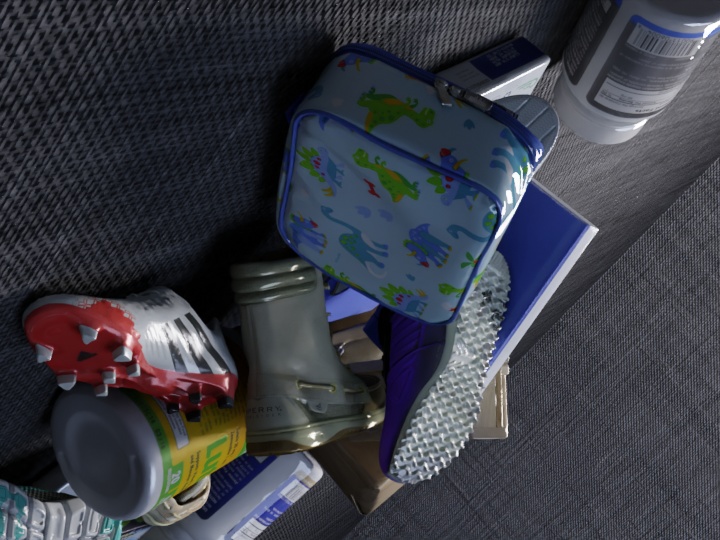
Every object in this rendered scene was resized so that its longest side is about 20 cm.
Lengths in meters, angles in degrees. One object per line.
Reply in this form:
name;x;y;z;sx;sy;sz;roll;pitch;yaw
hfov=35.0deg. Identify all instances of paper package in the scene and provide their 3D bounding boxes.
paper package;0.021;0.133;1.267;0.200;0.191;0.103;-37;168;-25

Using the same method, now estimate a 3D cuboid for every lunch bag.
lunch bag;0.023;-0.055;0.780;0.082;0.161;0.200;-61;174;-28

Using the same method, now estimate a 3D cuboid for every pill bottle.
pill bottle;0.250;-0.207;1.035;0.114;0.114;0.200;-36;165;-24
pill bottle;-0.153;0.253;1.299;0.200;0.120;0.120;-41;166;-4
pill bottle;-0.138;0.109;0.921;0.200;0.111;0.111;-26;159;-50

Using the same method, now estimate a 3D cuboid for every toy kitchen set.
toy kitchen set;0.110;0.082;1.107;0.180;0.163;0.200;4;170;-32

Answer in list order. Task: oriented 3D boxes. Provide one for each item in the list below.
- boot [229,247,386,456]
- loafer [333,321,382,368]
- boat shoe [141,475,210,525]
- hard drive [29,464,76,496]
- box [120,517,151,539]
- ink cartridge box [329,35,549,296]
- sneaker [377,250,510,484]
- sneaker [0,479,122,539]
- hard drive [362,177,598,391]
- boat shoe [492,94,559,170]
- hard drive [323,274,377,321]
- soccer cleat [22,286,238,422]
boot;-0.039;0.057;0.916;0.072;0.155;0.200;-9;179;24
loafer;-0.043;0.103;1.167;0.200;0.067;0.076;-16;163;-21
boat shoe;-0.167;0.192;1.030;0.065;0.072;0.200;-3;165;11
hard drive;-0.211;0.161;1.057;0.200;0.027;0.132;-37;165;-18
box;-0.290;0.258;1.027;0.110;0.035;0.200;-42;159;32
ink cartridge box;0.056;-0.090;0.974;0.200;0.041;0.200;-31;156;-41
sneaker;0.050;0.073;0.937;0.070;0.099;0.200;31;76;-41
sneaker;-0.280;0.198;0.881;0.200;0.091;0.078;30;65;-55
hard drive;0.096;0.010;0.976;0.025;0.132;0.200;18;111;-47
boat shoe;0.072;-0.065;0.908;0.200;0.072;0.071;-39;171;11
hard drive;0.000;0.000;1.121;0.132;0.025;0.200;-48;165;21
soccer cleat;-0.155;0.043;0.785;0.069;0.085;0.200;-25;149;23
